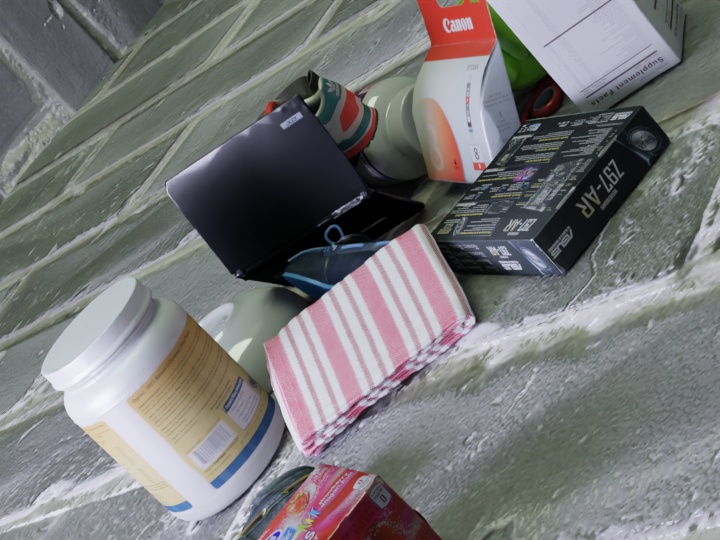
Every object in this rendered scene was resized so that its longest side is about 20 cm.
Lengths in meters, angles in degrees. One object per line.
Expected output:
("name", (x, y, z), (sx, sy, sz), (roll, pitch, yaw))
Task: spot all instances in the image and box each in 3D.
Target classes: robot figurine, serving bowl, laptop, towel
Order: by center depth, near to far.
("towel", (0.005, 0.060, 1.548), (0.200, 0.030, 0.147), (-38, 39, 11))
("laptop", (-0.064, -0.074, 1.751), (0.177, 0.104, 0.200), (-31, -18, 22))
("robot figurine", (0.155, -0.255, 1.802), (0.176, 0.115, 0.200), (-58, 2, 23))
("serving bowl", (-0.140, 0.086, 1.805), (0.200, 0.066, 0.200), (-38, 19, 15))

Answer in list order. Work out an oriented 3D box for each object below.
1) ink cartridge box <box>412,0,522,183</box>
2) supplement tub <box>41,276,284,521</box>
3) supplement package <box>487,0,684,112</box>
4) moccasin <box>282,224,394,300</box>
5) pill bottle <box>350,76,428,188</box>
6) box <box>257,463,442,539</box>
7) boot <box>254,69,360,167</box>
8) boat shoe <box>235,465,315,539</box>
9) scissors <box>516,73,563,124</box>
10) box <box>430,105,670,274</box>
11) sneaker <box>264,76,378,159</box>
("ink cartridge box", (0.091, -0.185, 1.696), (0.050, 0.201, 0.162), (-23, 12, -18))
("supplement tub", (-0.182, 0.118, 1.607), (0.144, 0.200, 0.145), (-38, 19, 16))
("supplement package", (0.200, -0.263, 1.620), (0.113, 0.200, 0.110), (-32, 22, 29))
("moccasin", (0.000, 0.000, 1.687), (0.199, 0.080, 0.069), (7, 68, 53))
("pill bottle", (0.028, -0.149, 1.883), (0.112, 0.112, 0.200), (-52, 20, -24))
("box", (-0.038, 0.241, 1.202), (0.200, 0.096, 0.100), (-50, 20, -18))
("boot", (-0.085, -0.109, 1.876), (0.200, 0.069, 0.174), (-49, 34, 7))
("boat shoe", (-0.078, 0.234, 1.358), (0.200, 0.071, 0.091), (-43, 16, -20))
("scissors", (0.199, -0.209, 1.803), (0.073, 0.014, 0.201), (-30, 25, 42))
("box", (0.161, -0.069, 1.534), (0.160, 0.044, 0.200), (-50, 19, -17))
("sneaker", (-0.082, -0.128, 1.747), (0.199, 0.093, 0.071), (-31, 41, 25))
